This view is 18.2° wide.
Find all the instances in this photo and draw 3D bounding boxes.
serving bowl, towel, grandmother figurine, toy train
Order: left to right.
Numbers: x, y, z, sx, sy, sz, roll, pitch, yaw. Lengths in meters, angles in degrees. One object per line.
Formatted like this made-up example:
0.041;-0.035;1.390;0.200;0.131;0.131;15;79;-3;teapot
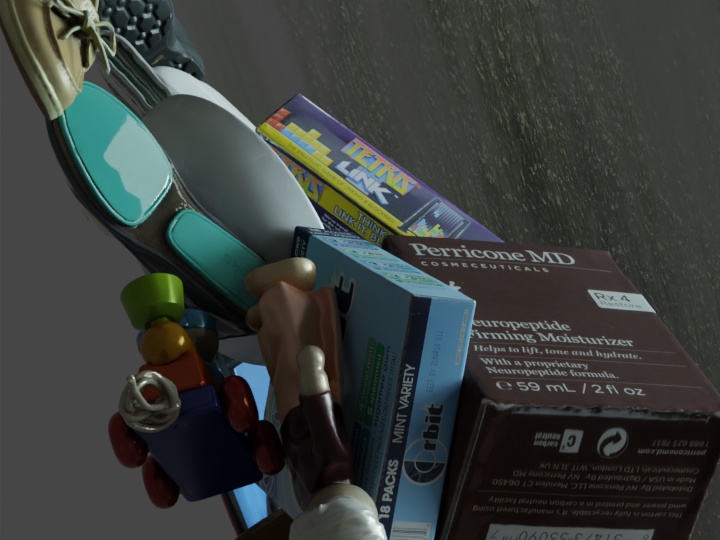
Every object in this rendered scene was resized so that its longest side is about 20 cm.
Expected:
-0.112;0.050;1.303;0.200;0.085;0.116;66;7;-62;toy train
-0.128;-0.092;1.639;0.149;0.031;0.200;48;-6;14;towel
-0.100;-0.015;1.503;0.200;0.066;0.200;38;-31;28;serving bowl
-0.025;0.087;1.279;0.121;0.060;0.200;78;-3;-54;grandmother figurine

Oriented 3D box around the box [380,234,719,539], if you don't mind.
0.097;0.099;1.384;0.200;0.166;0.164;-120;-141;-55;box

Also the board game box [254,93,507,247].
0.000;0.000;1.550;0.200;0.057;0.165;37;-43;12;board game box

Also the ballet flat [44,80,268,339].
-0.133;-0.031;1.406;0.200;0.073;0.073;46;9;-11;ballet flat

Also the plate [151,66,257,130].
-0.083;-0.072;1.706;0.200;0.032;0.200;45;-10;1;plate

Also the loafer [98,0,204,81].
-0.173;-0.190;1.693;0.070;0.068;0.201;54;-1;20;loafer

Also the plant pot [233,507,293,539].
-0.005;0.251;1.456;0.200;0.186;0.186;61;6;-9;plant pot

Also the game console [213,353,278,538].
-0.048;0.123;1.669;0.119;0.172;0.200;41;-23;41;game console

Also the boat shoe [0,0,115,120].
-0.184;-0.169;1.374;0.200;0.063;0.073;-103;175;-46;boat shoe

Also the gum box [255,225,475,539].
-0.002;0.076;1.352;0.200;0.044;0.170;-151;-111;-65;gum box
